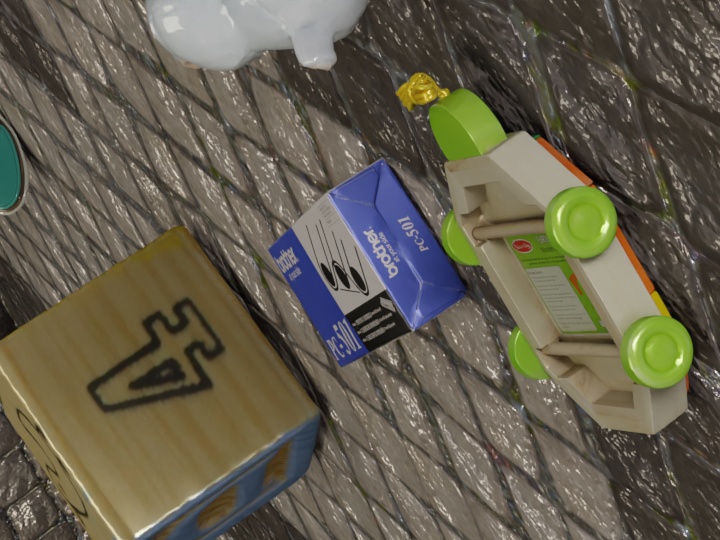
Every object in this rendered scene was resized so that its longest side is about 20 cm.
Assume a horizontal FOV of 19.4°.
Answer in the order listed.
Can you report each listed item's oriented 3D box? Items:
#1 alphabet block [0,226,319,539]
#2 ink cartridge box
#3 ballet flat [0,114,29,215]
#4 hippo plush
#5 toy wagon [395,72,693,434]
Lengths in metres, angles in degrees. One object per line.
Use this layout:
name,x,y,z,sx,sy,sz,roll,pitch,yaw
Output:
alphabet block,-0.170,0.119,1.756,0.201,0.196,0.196,52,163,14
ink cartridge box,0.000,0.000,1.289,0.094,0.044,0.200,58,165,1
ballet flat,-0.401,-0.142,2.246,0.201,0.069,0.070,56,166,17
hippo plush,-0.058,-0.184,0.986,0.199,0.160,0.161,-18,133,32
toy wagon,0.086,-0.012,1.005,0.201,0.039,0.155,59,165,-8
